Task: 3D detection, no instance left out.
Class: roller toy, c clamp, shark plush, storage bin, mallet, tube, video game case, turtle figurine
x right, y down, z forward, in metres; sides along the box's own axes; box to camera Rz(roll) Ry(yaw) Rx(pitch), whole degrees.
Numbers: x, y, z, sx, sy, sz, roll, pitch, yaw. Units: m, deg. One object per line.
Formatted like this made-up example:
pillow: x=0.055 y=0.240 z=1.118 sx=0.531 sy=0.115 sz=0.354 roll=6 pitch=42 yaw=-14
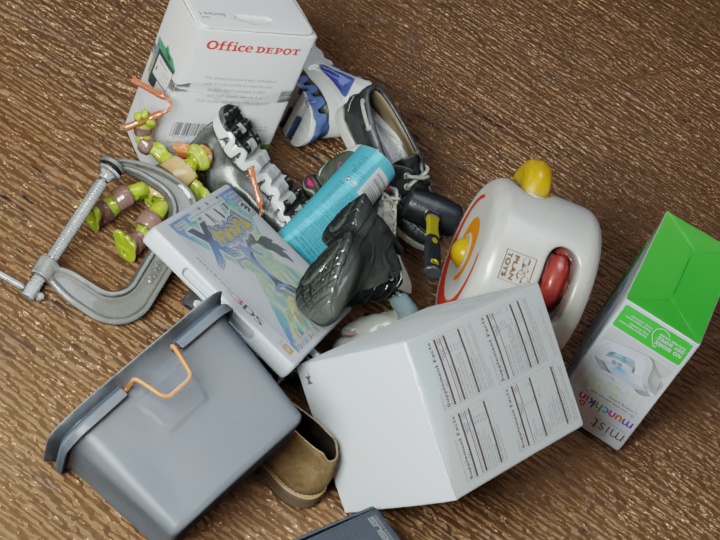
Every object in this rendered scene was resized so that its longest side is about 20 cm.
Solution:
roller toy: x=0.163 y=-0.002 z=1.669 sx=0.139 sy=0.200 sz=0.183 roll=20 pitch=45 yaw=-10
c clamp: x=-0.258 y=-0.037 z=1.525 sx=0.171 sy=0.027 sz=0.200 roll=37 pitch=64 yaw=-5
shark plush: x=0.065 y=0.102 z=1.624 sx=0.200 sy=0.091 sz=0.083 roll=32 pitch=59 yaw=-22
storage bin: x=-0.151 y=0.135 z=1.339 sx=0.134 sy=0.146 sz=0.200 roll=45 pitch=65 yaw=6
mallet: x=0.068 y=-0.040 z=1.663 sx=0.066 sy=0.041 sz=0.200 roll=25 pitch=21 yaw=0
tube: x=-0.040 y=-0.046 z=1.636 sx=0.077 sy=0.050 sz=0.200 roll=47 pitch=66 yaw=-16
video game case: x=-0.103 y=0.005 z=1.498 sx=0.182 sy=0.022 sz=0.200 roll=45 pitch=21 yaw=1
turtle figurine: x=-0.212 y=-0.093 z=1.612 sx=0.161 sy=0.064 sz=0.200 roll=-41 pitch=88 yaw=-26

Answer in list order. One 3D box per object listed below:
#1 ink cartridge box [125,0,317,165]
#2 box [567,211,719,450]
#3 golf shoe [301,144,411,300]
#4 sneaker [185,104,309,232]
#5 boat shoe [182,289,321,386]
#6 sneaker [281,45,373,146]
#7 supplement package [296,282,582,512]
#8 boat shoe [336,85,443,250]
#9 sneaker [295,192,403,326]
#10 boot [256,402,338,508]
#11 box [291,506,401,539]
ink cartridge box: x=-0.154 y=-0.207 z=1.692 sx=0.146 sy=0.200 sz=0.084 roll=-1 pitch=45 yaw=-32
box: x=0.311 y=0.066 z=1.695 sx=0.097 sy=0.177 sz=0.200 roll=32 pitch=39 yaw=4
golf shoe: x=0.009 y=-0.051 z=1.700 sx=0.077 sy=0.088 sz=0.200 roll=18 pitch=34 yaw=-55
sneaker: x=-0.118 y=-0.077 z=1.681 sx=0.200 sy=0.090 sz=0.066 roll=55 pitch=26 yaw=-7
boat shoe: x=-0.089 y=0.077 z=1.531 sx=0.200 sy=0.074 sz=0.060 roll=44 pitch=80 yaw=-6
sneaker: x=-0.053 y=-0.227 z=1.887 sx=0.115 sy=0.081 sz=0.200 roll=2 pitch=52 yaw=-35
supplement package: x=0.077 y=0.119 z=1.471 sx=0.200 sy=0.152 sz=0.151 roll=-21 pitch=94 yaw=-44
boat shoe: x=0.045 y=-0.120 z=1.786 sx=0.074 sy=0.060 sz=0.200 roll=-16 pitch=74 yaw=-44
sneaker: x=0.000 y=0.000 z=1.541 sx=0.091 sy=0.076 sz=0.200 roll=44 pitch=34 yaw=-12
boot: x=-0.100 y=0.130 z=1.455 sx=0.200 sy=0.076 sz=0.074 roll=38 pitch=41 yaw=13
box: x=0.006 y=0.313 z=1.334 sx=0.158 sy=0.051 sz=0.200 roll=-16 pitch=57 yaw=-41
